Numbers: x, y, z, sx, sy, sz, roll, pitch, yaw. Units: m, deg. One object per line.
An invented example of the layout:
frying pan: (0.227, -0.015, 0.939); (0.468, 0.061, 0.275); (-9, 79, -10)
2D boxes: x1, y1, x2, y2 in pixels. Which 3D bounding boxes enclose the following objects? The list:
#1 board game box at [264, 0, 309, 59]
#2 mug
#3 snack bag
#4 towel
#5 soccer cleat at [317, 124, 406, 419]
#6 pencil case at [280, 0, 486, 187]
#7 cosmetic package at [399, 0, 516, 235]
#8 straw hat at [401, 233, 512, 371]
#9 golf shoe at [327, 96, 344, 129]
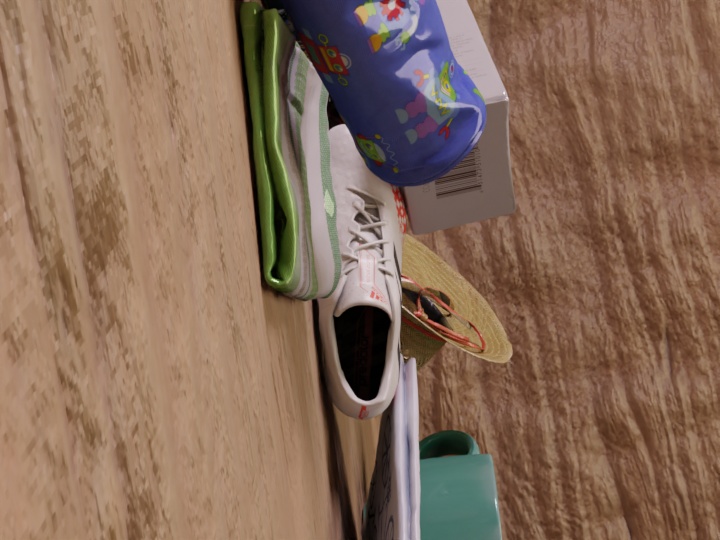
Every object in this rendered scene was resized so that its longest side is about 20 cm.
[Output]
board game box: (-0.043, -0.217, 0.894); (0.200, 0.034, 0.137); (67, 17, -79)
mug: (0.063, 0.233, 1.250); (0.185, 0.113, 0.154); (-78, 162, -81)
snack bag: (0.021, 0.193, 1.027); (0.189, 0.021, 0.201); (-91, -172, -50)
towel: (-0.034, -0.059, 0.816); (0.200, 0.030, 0.151); (24, 59, -86)
soccer cleat: (0.000, 0.000, 0.984); (0.085, 0.068, 0.202); (155, -66, -85)
pencil case: (0.005, -0.140, 0.773); (0.078, 0.087, 0.201); (23, -28, 43)
cosmetic package: (0.049, -0.136, 1.058); (0.113, 0.080, 0.201); (80, -2, -47)
straw hat: (0.035, 0.044, 1.297); (0.085, 0.200, 0.201); (-53, -168, 18)
golf shoe: (-0.001, -0.080, 1.151); (0.201, 0.072, 0.093); (-80, 179, -51)
